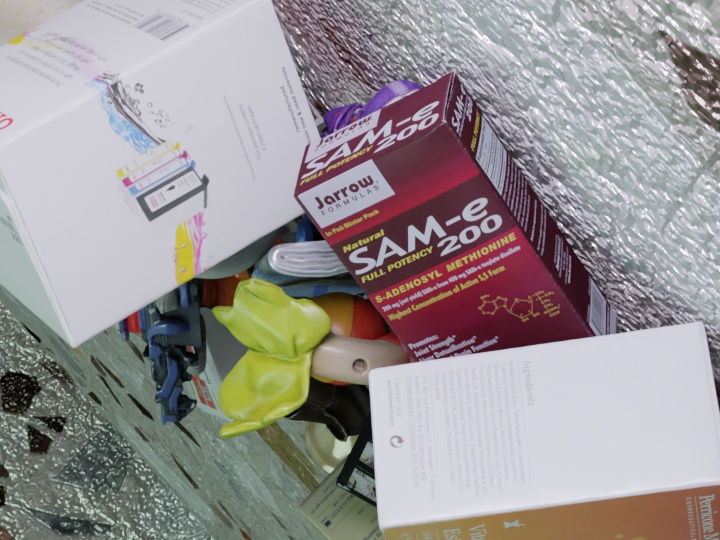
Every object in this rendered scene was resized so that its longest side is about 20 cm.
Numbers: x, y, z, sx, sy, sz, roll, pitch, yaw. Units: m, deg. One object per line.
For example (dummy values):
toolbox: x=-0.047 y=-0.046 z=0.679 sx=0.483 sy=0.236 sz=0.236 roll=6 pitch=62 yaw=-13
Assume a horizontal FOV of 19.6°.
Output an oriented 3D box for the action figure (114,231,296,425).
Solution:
action figure: x=-0.127 y=0.030 z=1.695 sx=0.201 sy=0.192 sz=0.105 roll=102 pitch=167 yaw=-45

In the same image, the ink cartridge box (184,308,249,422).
ink cartridge box: x=-0.130 y=0.021 z=1.828 sx=0.201 sy=0.083 sz=0.175 roll=69 pitch=164 yaw=-7

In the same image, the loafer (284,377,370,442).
loafer: x=-0.044 y=0.084 z=1.633 sx=0.073 sy=0.071 sz=0.200 roll=50 pitch=174 yaw=31

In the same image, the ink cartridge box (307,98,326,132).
ink cartridge box: x=-0.081 y=-0.157 z=1.419 sx=0.161 sy=0.050 sz=0.200 roll=53 pitch=163 yaw=-1

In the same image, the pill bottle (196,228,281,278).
pill bottle: x=-0.136 y=-0.051 z=1.507 sx=0.111 sy=0.111 sz=0.200 roll=53 pitch=163 yaw=-16

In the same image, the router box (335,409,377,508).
router box: x=0.092 y=0.154 z=1.514 sx=0.199 sy=0.051 sz=0.149 roll=29 pitch=146 yaw=4

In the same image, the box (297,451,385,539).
box: x=0.067 y=0.250 z=1.714 sx=0.200 sy=0.097 sz=0.176 roll=42 pitch=172 yaw=27

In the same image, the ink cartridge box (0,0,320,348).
ink cartridge box: x=-0.147 y=-0.078 z=1.297 sx=0.147 sy=0.199 sz=0.145 roll=30 pitch=146 yaw=55

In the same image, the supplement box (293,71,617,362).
supplement box: x=0.060 y=-0.007 z=1.244 sx=0.200 sy=0.108 sz=0.061 roll=53 pitch=-154 yaw=-25

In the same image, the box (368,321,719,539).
box: x=0.116 y=0.126 z=1.231 sx=0.153 sy=0.199 sz=0.107 roll=70 pitch=-166 yaw=-54

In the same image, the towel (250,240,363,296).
towel: x=0.000 y=0.000 z=1.417 sx=0.200 sy=0.146 sz=0.024 roll=138 pitch=128 yaw=-80

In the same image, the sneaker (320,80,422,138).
sneaker: x=0.004 y=-0.077 z=1.335 sx=0.084 sy=0.080 sz=0.200 roll=58 pitch=164 yaw=10

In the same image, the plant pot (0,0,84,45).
plant pot: x=-0.237 y=-0.185 z=1.575 sx=0.183 sy=0.201 sz=0.201 roll=33 pitch=162 yaw=13

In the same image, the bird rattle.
bird rattle: x=-0.003 y=0.047 z=1.398 sx=0.163 sy=0.199 sz=0.113 roll=-123 pitch=35 yaw=-70

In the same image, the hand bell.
hand bell: x=0.003 y=0.079 z=1.737 sx=0.104 sy=0.104 sz=0.201 roll=41 pitch=152 yaw=27

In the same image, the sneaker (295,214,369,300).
sneaker: x=0.012 y=0.021 z=1.552 sx=0.200 sy=0.077 sz=0.085 roll=36 pitch=157 yaw=38
